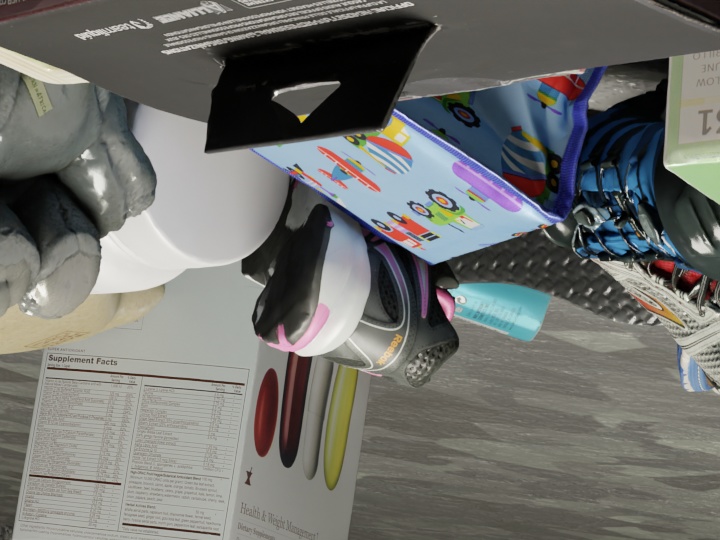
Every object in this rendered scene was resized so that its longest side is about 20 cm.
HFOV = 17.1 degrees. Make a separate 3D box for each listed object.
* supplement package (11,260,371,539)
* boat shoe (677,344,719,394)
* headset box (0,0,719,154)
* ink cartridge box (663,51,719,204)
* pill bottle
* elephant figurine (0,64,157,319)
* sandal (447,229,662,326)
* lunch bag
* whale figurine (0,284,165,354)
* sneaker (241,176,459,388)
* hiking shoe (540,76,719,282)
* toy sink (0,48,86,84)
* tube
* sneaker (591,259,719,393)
[{"bbox_3d":[-0.095,0.090,1.489,0.146,0.201,0.191,3,167,22],"label":"supplement package"},{"bbox_3d":[0.220,0.032,1.325,0.072,0.073,0.200,0,176,18],"label":"boat shoe"},{"bbox_3d":[0.005,-0.119,0.453,0.077,0.201,0.148,18,166,-39],"label":"headset box"},{"bbox_3d":[0.152,-0.018,0.809,0.048,0.201,0.145,-3,164,33],"label":"ink cartridge box"},{"bbox_3d":[-0.133,-0.045,1.098,0.199,0.114,0.113,-3,163,44],"label":"pill bottle"},{"bbox_3d":[-0.190,-0.065,0.981,0.200,0.155,0.142,25,166,42],"label":"elephant figurine"},{"bbox_3d":[0.098,-0.021,1.184,0.200,0.076,0.048,10,-164,32],"label":"sandal"},{"bbox_3d":[-0.021,-0.085,0.931,0.199,0.095,0.150,22,168,-14],"label":"lunch bag"},{"bbox_3d":[-0.184,-0.011,1.332,0.158,0.104,0.200,-20,166,18],"label":"whale figurine"},{"bbox_3d":[0.000,0.000,1.077,0.086,0.080,0.200,30,-157,-14],"label":"sneaker"},{"bbox_3d":[0.112,-0.024,0.917,0.086,0.075,0.200,-24,-173,7],"label":"hiking shoe"},{"bbox_3d":[-0.058,-0.123,0.688,0.199,0.113,0.130,-1,165,38],"label":"toy sink"},{"bbox_3d":[0.008,-0.011,1.326,0.199,0.051,0.077,16,163,-9],"label":"tube"},{"bbox_3d":[0.139,-0.004,1.031,0.082,0.078,0.200,26,-168,-33],"label":"sneaker"}]
